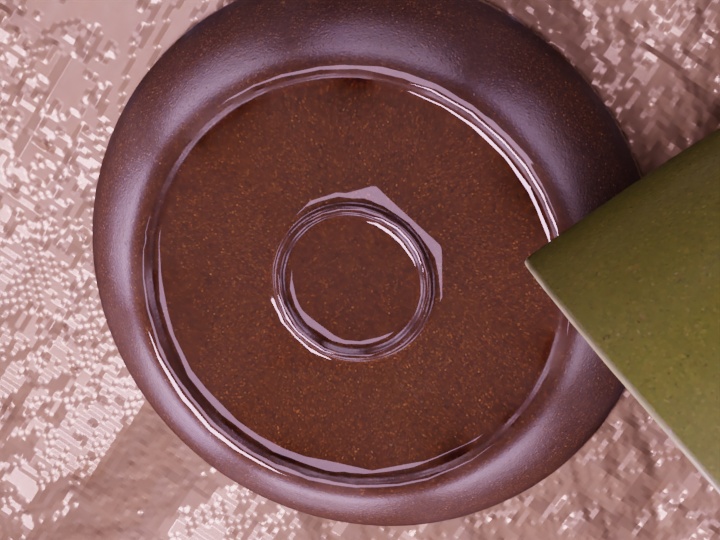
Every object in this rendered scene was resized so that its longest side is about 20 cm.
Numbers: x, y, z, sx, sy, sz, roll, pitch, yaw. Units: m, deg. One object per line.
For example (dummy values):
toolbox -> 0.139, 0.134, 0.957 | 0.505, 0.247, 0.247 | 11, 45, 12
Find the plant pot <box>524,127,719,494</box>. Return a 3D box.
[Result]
plant pot -> 0.185, 0.000, 0.758 | 0.200, 0.187, 0.187 | -42, 96, 5

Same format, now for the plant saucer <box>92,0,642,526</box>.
plant saucer -> 0.000, 0.000, 0.863 | 0.199, 0.032, 0.201 | 4, 109, 11
